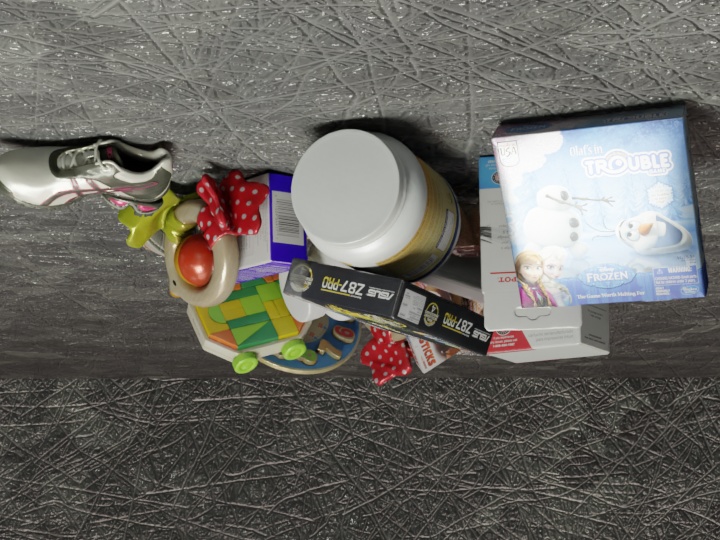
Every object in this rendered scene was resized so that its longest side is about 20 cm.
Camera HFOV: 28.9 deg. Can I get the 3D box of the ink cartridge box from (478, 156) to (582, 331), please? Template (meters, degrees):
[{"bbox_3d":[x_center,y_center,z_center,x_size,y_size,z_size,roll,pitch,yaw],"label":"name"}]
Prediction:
[{"bbox_3d":[0.196,-0.027,1.595,0.115,0.202,0.068,-2,169,11],"label":"ink cartridge box"}]

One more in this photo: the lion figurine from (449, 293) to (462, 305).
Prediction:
[{"bbox_3d":[0.124,0.005,1.883,0.072,0.201,0.123,4,-157,2],"label":"lion figurine"}]

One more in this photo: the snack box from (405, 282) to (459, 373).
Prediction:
[{"bbox_3d":[0.087,0.058,1.829,0.072,0.024,0.200,-31,142,-6],"label":"snack box"}]

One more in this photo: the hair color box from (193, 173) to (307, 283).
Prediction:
[{"bbox_3d":[-0.148,-0.046,1.727,0.065,0.110,0.199,7,167,-41],"label":"hair color box"}]

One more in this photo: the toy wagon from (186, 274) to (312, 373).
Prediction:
[{"bbox_3d":[-0.124,0.048,1.831,0.199,0.156,0.040,-14,146,-23],"label":"toy wagon"}]

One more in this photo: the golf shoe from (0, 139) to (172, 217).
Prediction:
[{"bbox_3d":[-0.302,-0.115,1.524,0.199,0.078,0.088,2,149,-23],"label":"golf shoe"}]

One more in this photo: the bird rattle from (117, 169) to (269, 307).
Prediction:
[{"bbox_3d":[-0.184,-0.039,1.675,0.199,0.164,0.112,2,-169,39],"label":"bird rattle"}]

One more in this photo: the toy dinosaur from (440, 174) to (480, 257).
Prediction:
[{"bbox_3d":[0.140,-0.043,1.683,0.198,0.137,0.086,-1,169,4],"label":"toy dinosaur"}]

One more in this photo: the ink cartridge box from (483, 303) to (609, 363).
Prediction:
[{"bbox_3d":[0.237,0.008,1.787,0.144,0.202,0.084,-9,163,37],"label":"ink cartridge box"}]

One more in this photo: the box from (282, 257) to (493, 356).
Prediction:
[{"bbox_3d":[0.035,0.041,1.575,0.160,0.049,0.200,15,175,38],"label":"box"}]

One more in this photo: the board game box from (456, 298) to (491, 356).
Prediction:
[{"bbox_3d":[0.191,0.029,1.987,0.096,0.161,0.200,3,168,-16],"label":"board game box"}]

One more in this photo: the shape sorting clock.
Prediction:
[{"bbox_3d":[-0.093,0.057,1.887,0.198,0.201,0.039,3,136,-17],"label":"shape sorting clock"}]

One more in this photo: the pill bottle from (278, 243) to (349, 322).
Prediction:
[{"bbox_3d":[0.000,0.000,1.812,0.199,0.113,0.112,-18,178,-27],"label":"pill bottle"}]

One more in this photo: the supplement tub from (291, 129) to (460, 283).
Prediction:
[{"bbox_3d":[0.017,-0.069,1.526,0.143,0.146,0.200,-4,168,19],"label":"supplement tub"}]

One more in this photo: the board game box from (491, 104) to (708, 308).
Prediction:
[{"bbox_3d":[0.252,-0.062,1.464,0.199,0.200,0.043,-5,-158,21],"label":"board game box"}]

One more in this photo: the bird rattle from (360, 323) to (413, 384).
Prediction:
[{"bbox_3d":[0.025,0.051,1.970,0.112,0.201,0.163,-15,161,-30],"label":"bird rattle"}]

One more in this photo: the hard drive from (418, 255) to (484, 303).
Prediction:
[{"bbox_3d":[0.077,-0.024,1.730,0.199,0.026,0.132,18,-152,7],"label":"hard drive"}]

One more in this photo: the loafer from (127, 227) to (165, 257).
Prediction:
[{"bbox_3d":[-0.247,-0.048,1.831,0.062,0.073,0.200,1,174,30],"label":"loafer"}]
